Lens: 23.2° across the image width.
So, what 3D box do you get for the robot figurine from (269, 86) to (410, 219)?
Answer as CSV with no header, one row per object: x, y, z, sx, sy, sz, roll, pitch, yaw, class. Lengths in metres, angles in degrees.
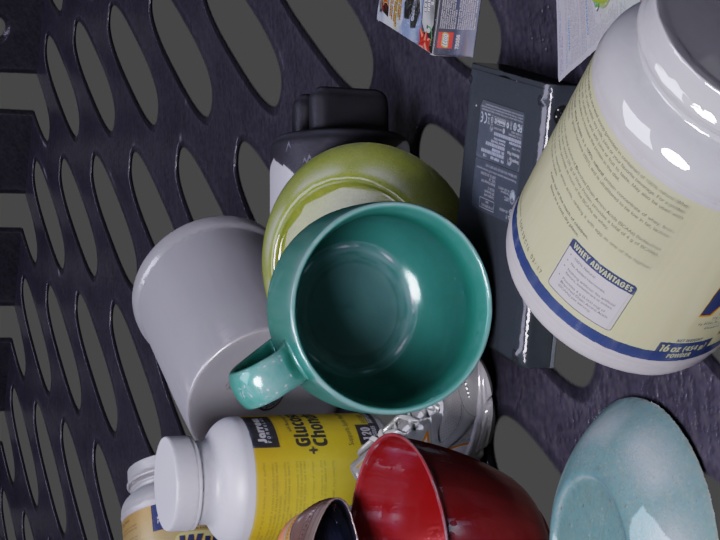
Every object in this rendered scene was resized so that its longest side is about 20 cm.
-0.019,-0.052,1.493,0.150,0.123,0.202,10,-101,-73,robot figurine

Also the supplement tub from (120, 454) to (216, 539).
-0.188,0.310,1.920,0.145,0.143,0.202,128,138,-59,supplement tub

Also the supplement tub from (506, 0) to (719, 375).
0.174,-0.056,0.942,0.201,0.143,0.146,114,149,-47,supplement tub

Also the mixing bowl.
0.073,0.217,1.263,0.200,0.107,0.203,-178,90,-70,mixing bowl

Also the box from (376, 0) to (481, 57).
0.063,-0.284,1.399,0.137,0.039,0.202,-132,46,-63,box

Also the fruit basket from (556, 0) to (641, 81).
0.156,-0.234,1.115,0.200,0.093,0.187,117,151,-80,fruit basket

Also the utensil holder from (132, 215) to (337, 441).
-0.119,0.069,1.716,0.200,0.168,0.171,-123,39,-52,utensil holder

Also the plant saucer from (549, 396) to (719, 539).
0.162,0.183,1.120,0.201,0.038,0.203,180,90,-71,plant saucer

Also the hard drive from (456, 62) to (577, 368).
0.110,-0.043,1.277,0.139,0.033,0.202,-147,60,-66,hard drive

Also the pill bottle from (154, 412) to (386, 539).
-0.075,0.183,1.535,0.112,0.198,0.113,180,90,-69,pill bottle

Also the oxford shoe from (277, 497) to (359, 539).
-0.024,0.263,1.276,0.073,0.071,0.202,130,137,-53,oxford shoe

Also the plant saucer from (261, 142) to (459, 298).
0.000,0.000,1.397,0.198,0.031,0.202,4,99,27,plant saucer

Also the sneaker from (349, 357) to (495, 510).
0.043,0.138,1.370,0.076,0.091,0.202,-119,36,-54,sneaker

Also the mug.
-0.008,0.027,1.283,0.114,0.183,0.154,176,98,-73,mug
